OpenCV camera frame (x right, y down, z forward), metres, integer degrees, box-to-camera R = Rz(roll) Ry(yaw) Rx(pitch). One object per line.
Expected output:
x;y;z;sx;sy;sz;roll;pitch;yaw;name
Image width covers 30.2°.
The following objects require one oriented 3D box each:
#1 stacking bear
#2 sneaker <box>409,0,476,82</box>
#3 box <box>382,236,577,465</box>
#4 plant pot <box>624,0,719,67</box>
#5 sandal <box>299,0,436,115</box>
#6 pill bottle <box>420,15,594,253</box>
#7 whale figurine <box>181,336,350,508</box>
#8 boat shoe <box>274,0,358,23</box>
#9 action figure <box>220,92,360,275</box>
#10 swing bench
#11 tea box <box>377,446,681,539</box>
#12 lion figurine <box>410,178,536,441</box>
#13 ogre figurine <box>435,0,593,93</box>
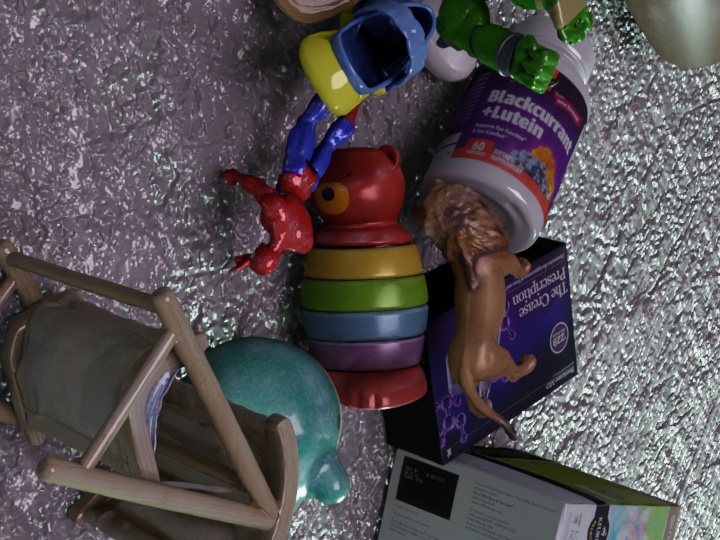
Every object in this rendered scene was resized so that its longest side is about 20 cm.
0.000;0.000;1.084;0.113;0.120;0.203;-8;98;-50;stacking bear
0.075;-0.252;1.113;0.070;0.080;0.202;-32;122;-37;sneaker
0.108;0.066;1.228;0.199;0.078;0.143;-28;121;-38;box
0.321;-0.303;1.298;0.187;0.186;0.201;-52;145;-23;plant pot
0.023;-0.177;1.028;0.080;0.086;0.200;60;23;-16;sandal
0.137;-0.124;1.174;0.112;0.110;0.201;53;52;-39;pill bottle
-0.087;0.150;0.997;0.104;0.157;0.203;49;53;-81;whale figurine
-0.003;-0.269;1.035;0.074;0.069;0.200;46;75;-24;boat shoe
-0.065;-0.074;1.037;0.065;0.098;0.202;50;43;-37;action figure
-0.159;0.101;0.879;0.130;0.198;0.200;-57;133;-18;swing bench
0.152;0.248;1.228;0.195;0.199;0.135;10;93;-45;tea box
0.095;0.032;1.086;0.122;0.072;0.202;30;50;-60;lion figurine
0.115;-0.242;1.015;0.098;0.119;0.203;-17;109;-44;ogre figurine
